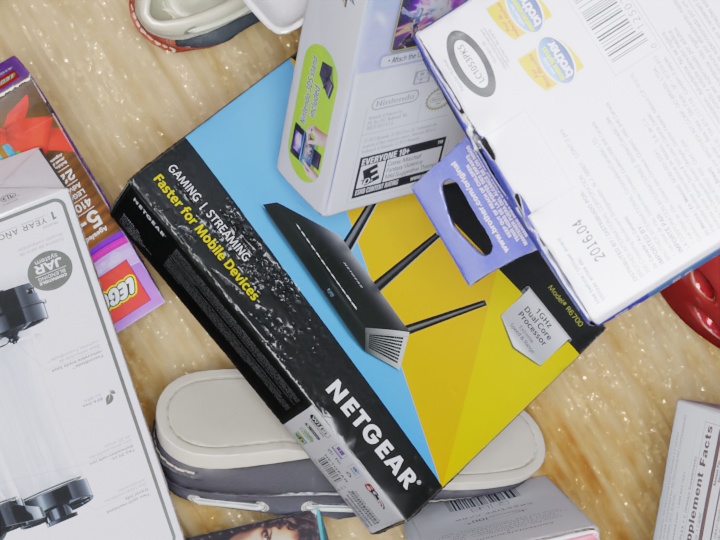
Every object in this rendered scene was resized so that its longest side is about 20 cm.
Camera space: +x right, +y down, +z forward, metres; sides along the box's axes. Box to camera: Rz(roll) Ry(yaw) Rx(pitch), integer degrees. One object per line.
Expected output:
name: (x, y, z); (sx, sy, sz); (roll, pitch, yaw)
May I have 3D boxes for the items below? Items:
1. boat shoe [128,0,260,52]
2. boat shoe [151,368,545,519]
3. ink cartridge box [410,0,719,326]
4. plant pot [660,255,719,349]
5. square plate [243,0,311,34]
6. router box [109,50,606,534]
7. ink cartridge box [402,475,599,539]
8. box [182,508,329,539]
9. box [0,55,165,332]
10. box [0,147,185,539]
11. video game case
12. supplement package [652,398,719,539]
boat shoe: (-0.030, -0.178, 0.816); (0.199, 0.063, 0.071); (-37, 93, -3)
boat shoe: (-0.007, 0.091, 0.844); (0.198, 0.063, 0.073); (4, 49, -12)
ink cartridge box: (0.113, -0.069, 0.662); (0.199, 0.076, 0.137); (-32, 83, 4)
plant pot: (0.241, -0.039, 0.784); (0.198, 0.183, 0.203); (0, 95, -4)
square plate: (-0.016, -0.220, 0.783); (0.199, 0.029, 0.198); (-35, 68, -14)
router box: (0.000, 0.000, 0.798); (0.149, 0.051, 0.200); (-40, 91, -27)
ink cartridge box: (0.085, 0.217, 0.788); (0.083, 0.176, 0.202); (-13, 94, -3)
box: (-0.106, 0.182, 0.809); (0.198, 0.083, 0.049); (-13, 137, 0)
box: (-0.210, 0.010, 0.788); (0.199, 0.039, 0.137); (-33, 121, -8)
box: (-0.165, 0.059, 0.771); (0.116, 0.060, 0.201); (-23, 119, -14)
video game case: (0.066, -0.129, 0.744); (0.199, 0.045, 0.182); (-16, 136, -34)
supplement package: (0.247, 0.157, 0.797); (0.198, 0.111, 0.157); (9, 93, -25)
